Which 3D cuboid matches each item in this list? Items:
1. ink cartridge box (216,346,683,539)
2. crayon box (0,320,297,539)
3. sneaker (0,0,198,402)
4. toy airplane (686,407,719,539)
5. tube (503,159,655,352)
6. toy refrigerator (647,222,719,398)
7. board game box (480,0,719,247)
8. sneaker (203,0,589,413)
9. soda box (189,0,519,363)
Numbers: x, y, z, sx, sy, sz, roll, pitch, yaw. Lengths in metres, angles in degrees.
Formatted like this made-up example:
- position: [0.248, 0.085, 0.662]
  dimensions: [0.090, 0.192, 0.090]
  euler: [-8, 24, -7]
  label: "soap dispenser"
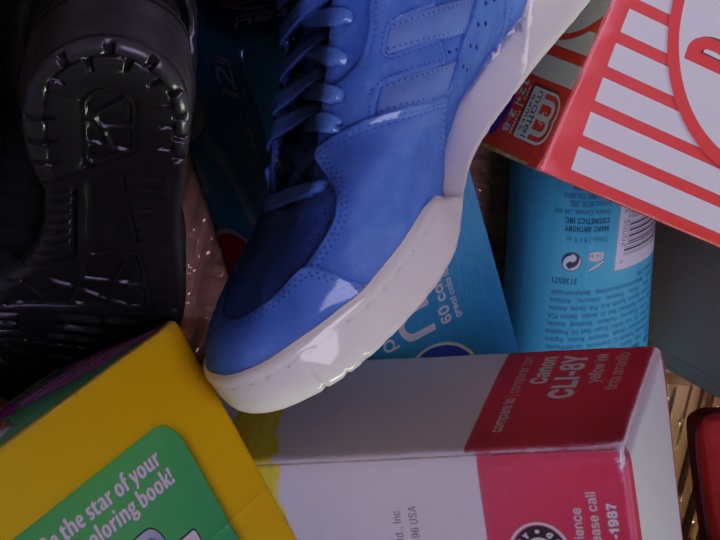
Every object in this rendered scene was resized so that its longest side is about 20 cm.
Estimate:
- position: [-0.003, 0.106, 0.796]
  dimensions: [0.199, 0.083, 0.146]
  euler: [-3, 111, 15]
  label: "ink cartridge box"
- position: [-0.078, 0.134, 0.664]
  dimensions: [0.200, 0.058, 0.173]
  euler: [-38, 101, -51]
  label: "crayon box"
- position: [-0.074, -0.055, 0.721]
  dimensions: [0.060, 0.104, 0.200]
  euler: [3, 143, -11]
  label: "sneaker"
- position: [0.190, 0.156, 0.912]
  dimensions: [0.141, 0.200, 0.199]
  euler: [-29, 133, 1]
  label: "toy airplane"
- position: [0.075, 0.035, 0.915]
  dimensions: [0.077, 0.050, 0.201]
  euler: [-11, 115, -28]
  label: "tube"
- position: [0.200, -0.001, 0.970]
  dimensions: [0.199, 0.070, 0.076]
  euler: [-1, 108, -30]
  label: "toy refrigerator"
- position: [0.154, -0.073, 0.849]
  dimensions: [0.200, 0.046, 0.152]
  euler: [20, 95, -28]
  label: "board game box"
- position: [-0.011, -0.065, 0.727]
  dimensions: [0.111, 0.077, 0.200]
  euler: [46, 63, -26]
  label: "sneaker"
- position: [0.000, 0.000, 0.844]
  dimensions: [0.068, 0.064, 0.201]
  euler: [-28, 116, -23]
  label: "soda box"
